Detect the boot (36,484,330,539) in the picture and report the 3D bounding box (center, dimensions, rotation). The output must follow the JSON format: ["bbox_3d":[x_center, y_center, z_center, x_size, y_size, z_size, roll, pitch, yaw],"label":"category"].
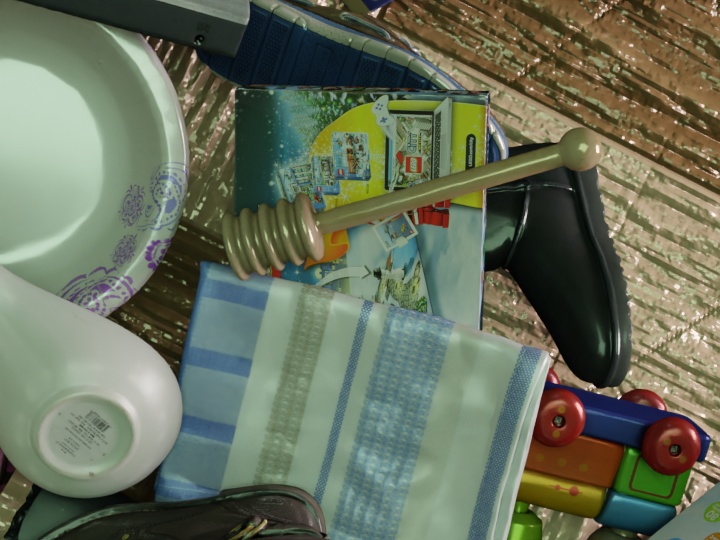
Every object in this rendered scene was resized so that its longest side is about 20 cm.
[{"bbox_3d":[-0.096,0.149,0.682,0.199,0.174,0.069,-18,89,-2],"label":"boot"}]

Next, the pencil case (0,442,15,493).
[{"bbox_3d":[-0.280,0.060,0.791,0.200,0.091,0.094,21,87,-9],"label":"pencil case"}]

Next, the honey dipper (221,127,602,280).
[{"bbox_3d":[0.027,-0.037,0.739,0.199,0.038,0.038,-15,88,9],"label":"honey dipper"}]

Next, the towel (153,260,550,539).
[{"bbox_3d":[-0.007,0.087,0.773,0.199,0.024,0.147,15,101,6],"label":"towel"}]

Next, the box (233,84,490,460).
[{"bbox_3d":[0.000,0.000,0.788,0.136,0.038,0.201,3,101,8],"label":"box"}]

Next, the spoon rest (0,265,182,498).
[{"bbox_3d":[-0.173,0.041,0.738,0.099,0.061,0.200,-37,119,5],"label":"spoon rest"}]

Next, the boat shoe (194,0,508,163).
[{"bbox_3d":[0.003,-0.116,0.835,0.200,0.072,0.072,31,121,8],"label":"boat shoe"}]

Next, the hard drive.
[{"bbox_3d":[-0.160,-0.182,0.747,0.199,0.140,0.033,12,127,-19],"label":"hard drive"}]

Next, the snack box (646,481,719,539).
[{"bbox_3d":[0.247,0.202,0.837,0.200,0.068,0.169,-37,115,-8],"label":"snack box"}]

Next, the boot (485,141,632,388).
[{"bbox_3d":[0.046,-0.002,0.838,0.199,0.066,0.165,-2,59,-12],"label":"boot"}]

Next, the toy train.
[{"bbox_3d":[0.095,0.117,0.849,0.199,0.085,0.116,14,97,-6],"label":"toy train"}]

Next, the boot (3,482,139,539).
[{"bbox_3d":[-0.141,0.224,0.805,0.168,0.076,0.201,22,94,3],"label":"boot"}]

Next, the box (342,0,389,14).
[{"bbox_3d":[0.042,-0.232,0.798,0.121,0.200,0.032,45,35,-31],"label":"box"}]

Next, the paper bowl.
[{"bbox_3d":[-0.195,-0.063,0.792,0.200,0.104,0.201,-1,97,-7],"label":"paper bowl"}]
